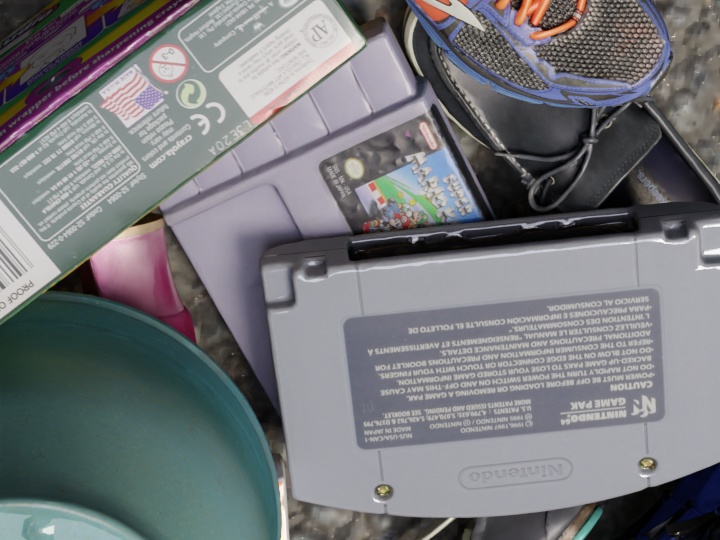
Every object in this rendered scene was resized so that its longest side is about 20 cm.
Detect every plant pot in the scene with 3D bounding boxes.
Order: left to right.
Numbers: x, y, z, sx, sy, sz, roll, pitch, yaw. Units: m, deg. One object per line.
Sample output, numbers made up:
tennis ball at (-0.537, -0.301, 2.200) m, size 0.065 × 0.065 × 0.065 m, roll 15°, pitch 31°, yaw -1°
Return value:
plant pot at (-0.123, 0.123, 0.814) m, size 0.200 × 0.188 × 0.200 m, roll -1°, pitch 100°, yaw -6°

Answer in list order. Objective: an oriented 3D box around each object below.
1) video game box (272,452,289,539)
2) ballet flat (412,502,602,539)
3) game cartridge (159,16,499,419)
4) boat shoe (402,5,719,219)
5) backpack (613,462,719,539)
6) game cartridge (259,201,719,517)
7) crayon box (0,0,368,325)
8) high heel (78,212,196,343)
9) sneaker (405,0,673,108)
video game box at (-0.117, 0.187, 0.946) m, size 0.182 × 0.047 × 0.200 m, roll -5°, pitch 101°, yaw -6°
ballet flat at (0.038, 0.167, 1.022) m, size 0.073 × 0.073 × 0.200 m, roll 24°, pitch 110°, yaw -18°
game cartridge at (0.000, 0.000, 0.952) m, size 0.129 × 0.038 × 0.200 m, roll -23°, pitch 114°, yaw 14°
boat shoe at (0.100, -0.057, 0.945) m, size 0.075 × 0.062 × 0.200 m, roll -44°, pitch 110°, yaw 9°
backpack at (0.209, 0.139, 0.982) m, size 0.162 × 0.168 × 0.200 m, roll 36°, pitch 96°, yaw -29°
game cartridge at (0.062, 0.043, 0.938) m, size 0.200 × 0.042 × 0.133 m, roll -5°, pitch 120°, yaw 1°
crayon box at (-0.103, -0.067, 0.840) m, size 0.200 × 0.173 × 0.058 m, roll -36°, pitch 110°, yaw 5°
high heel at (-0.170, 0.039, 0.928) m, size 0.200 × 0.067 × 0.096 m, roll -13°, pitch 104°, yaw -19°
sneaker at (0.041, -0.131, 0.869) m, size 0.200 × 0.078 × 0.075 m, roll 33°, pitch 87°, yaw -6°
